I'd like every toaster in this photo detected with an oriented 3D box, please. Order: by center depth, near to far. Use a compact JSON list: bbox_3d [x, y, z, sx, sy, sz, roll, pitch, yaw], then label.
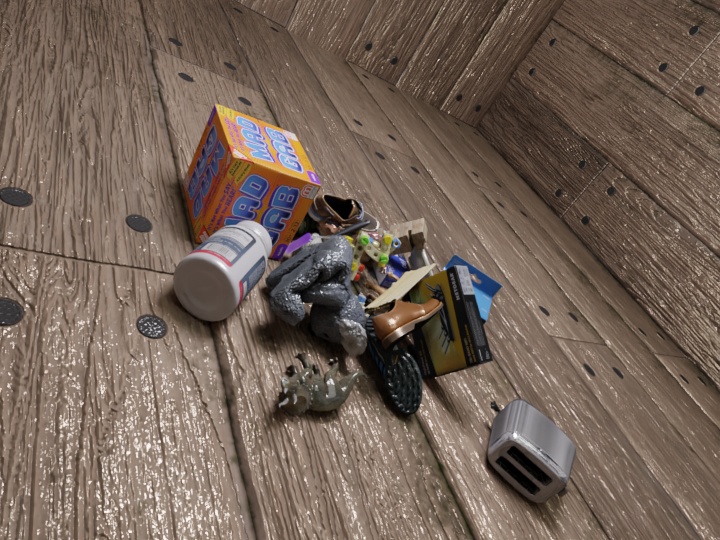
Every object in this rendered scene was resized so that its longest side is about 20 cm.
[{"bbox_3d":[0.333,0.356,1.049,0.199,0.114,0.129,42,31,6],"label":"toaster"}]

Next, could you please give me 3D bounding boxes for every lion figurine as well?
[{"bbox_3d":[0.086,0.064,1.215,0.121,0.074,0.198,31,40,29],"label":"lion figurine"}]

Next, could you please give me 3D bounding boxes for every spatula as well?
[{"bbox_3d":[-0.070,-0.078,1.144,0.194,0.021,0.057,-16,23,-6],"label":"spatula"}]

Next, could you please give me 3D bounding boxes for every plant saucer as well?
[{"bbox_3d":[0.164,0.008,1.375,0.200,0.049,0.205,-20,91,-82],"label":"plant saucer"}]

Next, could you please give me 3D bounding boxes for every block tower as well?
[{"bbox_3d":[0.070,-0.073,1.312,0.059,0.195,0.055,-77,149,-47],"label":"block tower"}]

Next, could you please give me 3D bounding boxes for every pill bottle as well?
[{"bbox_3d":[-0.234,-0.010,0.940,0.118,0.121,0.201,34,28,-3],"label":"pill bottle"}]

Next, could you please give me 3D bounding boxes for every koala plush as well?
[{"bbox_3d":[-0.056,0.061,1.006,0.202,0.182,0.178,56,-1,-19],"label":"koala plush"}]

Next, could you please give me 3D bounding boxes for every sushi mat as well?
[{"bbox_3d":[0.087,0.035,1.129,0.199,0.094,0.012,-36,103,-51],"label":"sushi mat"}]

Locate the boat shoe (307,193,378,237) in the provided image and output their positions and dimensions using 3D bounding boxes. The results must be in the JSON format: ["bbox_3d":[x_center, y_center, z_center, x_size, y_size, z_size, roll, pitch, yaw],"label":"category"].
[{"bbox_3d":[-0.028,-0.129,1.245,0.196,0.072,0.074,13,66,-33],"label":"boat shoe"}]

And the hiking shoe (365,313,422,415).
[{"bbox_3d":[0.068,0.185,1.039,0.072,0.087,0.205,-18,72,-7],"label":"hiking shoe"}]

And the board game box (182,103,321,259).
[{"bbox_3d":[-0.233,-0.181,1.104,0.196,0.202,0.202,12,35,-37],"label":"board game box"}]

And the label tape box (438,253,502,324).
[{"bbox_3d":[0.215,0.085,1.218,0.142,0.202,0.064,30,32,-9],"label":"label tape box"}]

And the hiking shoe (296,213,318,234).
[{"bbox_3d":[-0.106,-0.126,1.269,0.098,0.078,0.199,13,21,21],"label":"hiking shoe"}]

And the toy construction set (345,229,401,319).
[{"bbox_3d":[0.000,0.000,1.149,0.128,0.205,0.092,22,-4,-14],"label":"toy construction set"}]

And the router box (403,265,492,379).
[{"bbox_3d":[0.178,0.112,1.111,0.051,0.156,0.206,2,69,-44],"label":"router box"}]

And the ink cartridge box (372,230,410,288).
[{"bbox_3d":[0.073,-0.032,1.396,0.092,0.045,0.203,18,34,-29],"label":"ink cartridge box"}]

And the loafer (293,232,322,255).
[{"bbox_3d":[-0.109,-0.020,1.165,0.201,0.068,0.071,-92,157,-61],"label":"loafer"}]

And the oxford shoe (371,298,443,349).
[{"bbox_3d":[0.095,0.082,1.017,0.198,0.072,0.072,-18,66,-50],"label":"oxford shoe"}]

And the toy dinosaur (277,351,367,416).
[{"bbox_3d":[-0.072,0.199,0.886,0.197,0.077,0.104,18,44,-40],"label":"toy dinosaur"}]

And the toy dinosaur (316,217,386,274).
[{"bbox_3d":[0.001,-0.061,1.225,0.194,0.139,0.086,-8,27,-8],"label":"toy dinosaur"}]
